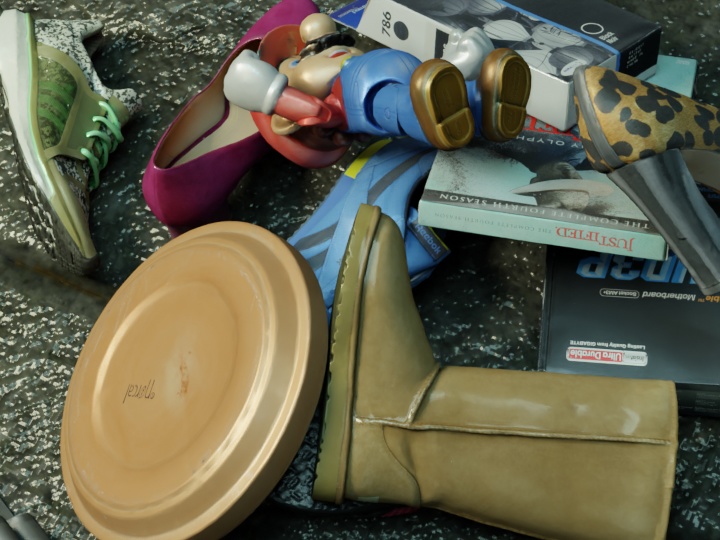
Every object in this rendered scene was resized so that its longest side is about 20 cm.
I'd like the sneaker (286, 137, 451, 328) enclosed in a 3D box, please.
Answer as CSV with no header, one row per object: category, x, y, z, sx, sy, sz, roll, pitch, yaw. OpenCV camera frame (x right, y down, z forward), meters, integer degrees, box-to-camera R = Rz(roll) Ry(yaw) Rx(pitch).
sneaker,0.000,0.000,1.122,0.078,0.066,0.201,11,58,46

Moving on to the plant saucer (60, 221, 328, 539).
plant saucer,-0.103,0.064,1.073,0.199,0.032,0.202,-24,52,33

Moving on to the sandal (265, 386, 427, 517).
sandal,0.015,0.112,1.094,0.198,0.045,0.076,6,69,-8

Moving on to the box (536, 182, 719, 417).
box,0.208,0.007,1.122,0.198,0.046,0.160,4,62,8

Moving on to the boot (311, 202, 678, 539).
boot,0.079,0.061,1.052,0.198,0.066,0.177,7,93,-3

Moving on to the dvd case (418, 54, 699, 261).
dvd case,0.124,-0.079,1.130,0.145,0.022,0.201,9,39,10

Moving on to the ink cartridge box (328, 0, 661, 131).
ink cartridge box,0.081,-0.157,1.184,0.199,0.039,0.099,28,45,32

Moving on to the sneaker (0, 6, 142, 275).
sneaker,-0.180,-0.092,1.203,0.088,0.077,0.201,-12,64,-11

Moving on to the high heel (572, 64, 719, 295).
high heel,0.193,-0.097,1.063,0.143,0.071,0.200,51,43,-14

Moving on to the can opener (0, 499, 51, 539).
can opener,-0.212,0.173,1.085,0.067,0.053,0.200,-50,65,16

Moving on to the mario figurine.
mario figurine,0.002,-0.119,1.101,0.199,0.123,0.107,7,70,48

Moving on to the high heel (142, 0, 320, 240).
high heel,-0.075,-0.110,1.183,0.067,0.096,0.201,15,65,13
